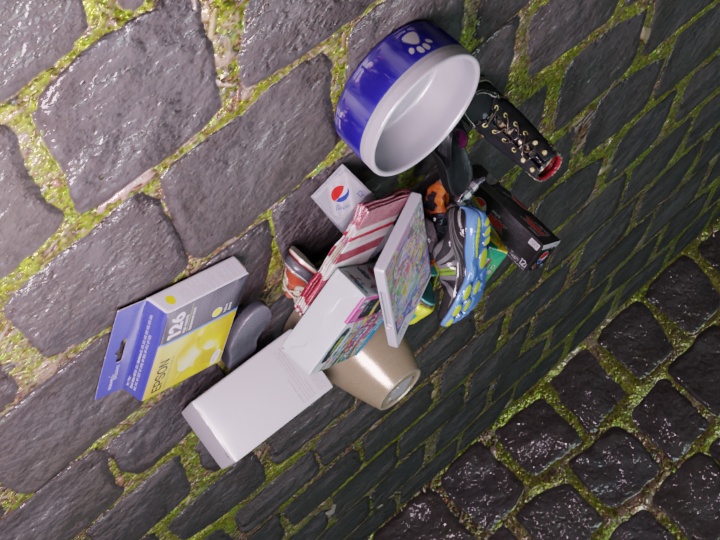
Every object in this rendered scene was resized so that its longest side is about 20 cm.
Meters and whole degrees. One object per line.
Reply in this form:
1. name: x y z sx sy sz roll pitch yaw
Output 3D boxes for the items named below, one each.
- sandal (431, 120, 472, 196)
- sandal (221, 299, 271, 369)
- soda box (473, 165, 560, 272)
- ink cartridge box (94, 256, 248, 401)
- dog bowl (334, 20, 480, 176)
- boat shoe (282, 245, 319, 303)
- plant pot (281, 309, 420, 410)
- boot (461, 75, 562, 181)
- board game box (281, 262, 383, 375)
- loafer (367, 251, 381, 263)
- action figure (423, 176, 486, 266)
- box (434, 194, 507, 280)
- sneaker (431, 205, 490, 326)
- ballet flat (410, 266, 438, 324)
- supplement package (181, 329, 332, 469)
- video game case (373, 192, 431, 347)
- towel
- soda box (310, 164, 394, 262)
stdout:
1. sandal: 0.137 -0.188 1.680 0.076 0.048 0.201 -53 140 -18
2. sandal: -0.184 0.094 1.695 0.076 0.043 0.200 -35 168 -28
3. soda box: 0.242 -0.090 1.928 0.070 0.200 0.064 -15 146 -52
4. ink cartridge box: -0.256 0.091 1.540 0.199 0.047 0.199 -30 156 -40
5. dog bowl: 0.062 -0.227 1.498 0.200 0.079 0.201 -39 159 -18
6. boat shoe: -0.086 0.020 1.702 0.062 0.071 0.200 -40 164 -3
7. plant pot: 0.002 0.128 1.881 0.187 0.200 0.188 -39 159 -18
8. boot: 0.228 -0.215 1.730 0.074 0.154 0.203 -49 160 12
9. board game box: -0.019 0.067 1.675 0.148 0.064 0.200 -53 167 16
10. loafer: 0.000 0.000 1.821 0.070 0.075 0.199 -50 153 13
11. action figure: 0.117 -0.078 1.802 0.200 0.104 0.195 -66 179 -79
12. box: 0.161 -0.059 1.877 0.048 0.201 0.118 15 124 -33
13. sneaker: 0.152 -0.009 1.775 0.070 0.082 0.202 -17 122 -45
14. ballet flat: 0.093 0.020 1.884 0.067 0.066 0.201 -54 -166 30
15. supplement package: -0.164 0.204 1.783 0.199 0.118 0.117 -36 179 -23
16. video game case: 0.065 0.002 1.661 0.201 0.018 0.144 78 33 -54
17. towel: -0.011 -0.028 1.619 0.201 0.023 0.144 -56 164 27
18. soda box: -0.005 -0.082 1.664 0.068 0.063 0.200 -45 160 -1
